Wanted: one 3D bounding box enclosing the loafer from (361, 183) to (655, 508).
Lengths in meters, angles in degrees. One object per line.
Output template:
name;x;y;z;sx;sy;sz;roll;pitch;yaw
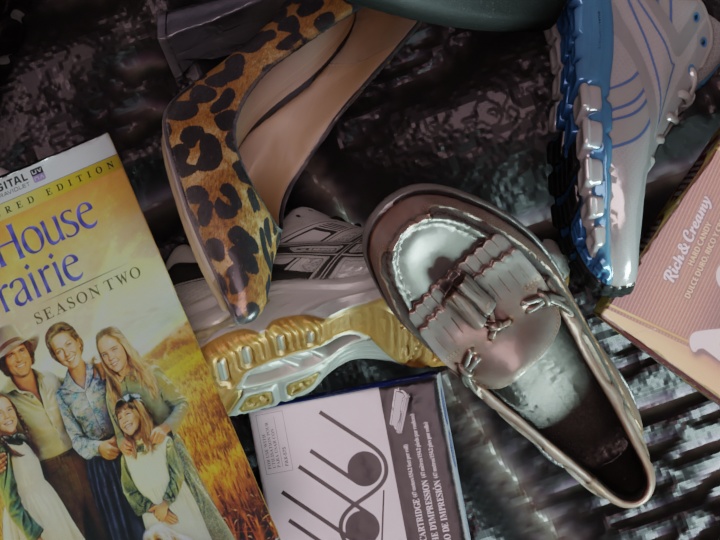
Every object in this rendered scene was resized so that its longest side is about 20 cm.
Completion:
loafer;0.077;0.037;1.018;0.072;0.063;0.200;-40;127;5

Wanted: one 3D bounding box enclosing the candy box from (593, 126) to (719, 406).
candy box;0.214;-0.028;1.065;0.116;0.056;0.201;35;91;1

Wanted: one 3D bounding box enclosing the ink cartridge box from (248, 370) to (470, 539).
ink cartridge box;0.011;0.156;1.083;0.093;0.044;0.201;-11;90;5

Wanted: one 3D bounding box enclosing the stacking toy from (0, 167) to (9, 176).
stacking toy;-0.240;0.004;1.019;0.199;0.146;0.147;-29;89;13

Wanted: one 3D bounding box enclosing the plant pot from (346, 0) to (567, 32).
plant pot;0.002;-0.222;0.954;0.199;0.177;0.201;36;119;20

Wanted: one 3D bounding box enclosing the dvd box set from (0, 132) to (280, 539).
dvd box set;-0.133;0.059;0.970;0.146;0.029;0.201;-25;96;-31

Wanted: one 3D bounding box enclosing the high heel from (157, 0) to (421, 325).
high heel;-0.017;-0.070;1.029;0.142;0.072;0.201;-16;51;7

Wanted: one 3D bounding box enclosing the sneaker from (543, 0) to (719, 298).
sneaker;0.132;-0.086;1.051;0.086;0.075;0.202;2;77;-10

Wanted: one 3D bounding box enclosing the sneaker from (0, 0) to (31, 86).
sneaker;-0.232;-0.098;1.078;0.115;0.076;0.201;16;92;5

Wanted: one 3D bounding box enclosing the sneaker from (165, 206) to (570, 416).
sneaker;0.000;0.000;1.067;0.199;0.076;0.088;-11;50;-15
